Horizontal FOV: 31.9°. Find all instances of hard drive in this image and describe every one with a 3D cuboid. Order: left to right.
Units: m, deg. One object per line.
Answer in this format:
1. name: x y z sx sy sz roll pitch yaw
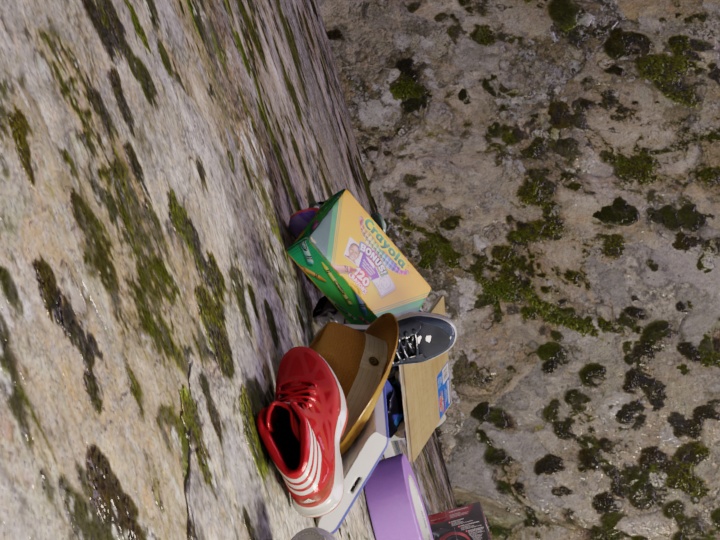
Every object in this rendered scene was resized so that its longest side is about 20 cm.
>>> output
1. hard drive: -0.009 0.196 1.450 0.025 0.133 0.200 26 17 -10

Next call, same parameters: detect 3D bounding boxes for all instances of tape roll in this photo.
1. tape roll: 0.062 0.380 1.884 0.200 0.065 0.203 -18 90 -85

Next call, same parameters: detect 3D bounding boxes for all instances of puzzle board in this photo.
1. puzzle board: 0.095 0.160 1.874 0.151 0.017 0.203 -49 141 -48

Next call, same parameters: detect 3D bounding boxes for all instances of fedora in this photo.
1. fedora: -0.031 0.123 1.431 0.081 0.202 0.201 28 17 -11

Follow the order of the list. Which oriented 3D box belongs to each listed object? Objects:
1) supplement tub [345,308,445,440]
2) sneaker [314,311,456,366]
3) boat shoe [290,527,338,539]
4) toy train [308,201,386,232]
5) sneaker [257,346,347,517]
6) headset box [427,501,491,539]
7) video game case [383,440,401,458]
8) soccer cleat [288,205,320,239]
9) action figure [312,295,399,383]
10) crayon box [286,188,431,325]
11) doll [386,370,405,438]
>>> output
1. supplement tub: 0.057 0.164 2.078 0.146 0.143 0.203 60 14 -68
2. sneaker: 0.034 0.120 1.689 0.147 0.199 0.078 -89 170 -69
3. boat shoe: -0.046 0.283 1.056 0.201 0.071 0.069 -84 159 -53
4. toy train: -0.022 -0.046 2.024 0.199 0.084 0.116 31 -51 55
5. sneaker: -0.060 0.137 1.284 0.116 0.077 0.202 69 5 -49
6. headset box: 0.143 0.468 2.001 0.202 0.146 0.076 -102 174 -48
7. video game case: 0.037 0.255 2.253 0.182 0.023 0.203 -93 167 -70
8. soccer cleat: -0.060 -0.028 1.892 0.201 0.066 0.077 71 3 -64
9. action figure: 0.010 0.116 1.876 0.201 0.129 0.070 56 16 -20
10. crayon box: 0.000 0.000 1.798 0.200 0.058 0.119 48 48 -13
11. doll: 0.028 0.205 1.831 0.048 0.138 0.200 25 -7 30
